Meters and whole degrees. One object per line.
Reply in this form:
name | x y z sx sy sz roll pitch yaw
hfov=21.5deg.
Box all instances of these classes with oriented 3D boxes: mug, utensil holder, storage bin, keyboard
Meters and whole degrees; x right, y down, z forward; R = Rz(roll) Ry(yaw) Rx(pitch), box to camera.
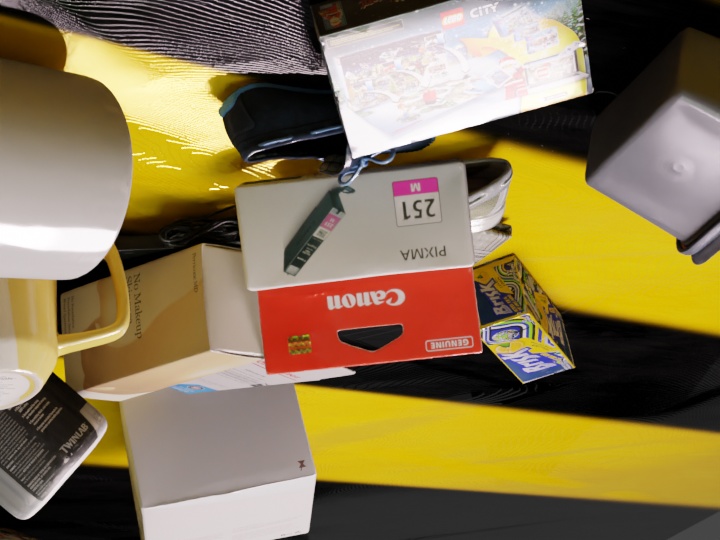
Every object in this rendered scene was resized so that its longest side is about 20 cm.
mug | -0.306 0.028 1.604 0.187 0.153 0.149 -20 154 13
utensil holder | -0.290 -0.079 1.371 0.200 0.170 0.170 5 150 -42
storage bin | 0.295 -0.124 1.657 0.134 0.146 0.200 25 143 -15
keyboard | -0.133 -0.035 1.723 0.200 0.040 0.104 -3 173 -21

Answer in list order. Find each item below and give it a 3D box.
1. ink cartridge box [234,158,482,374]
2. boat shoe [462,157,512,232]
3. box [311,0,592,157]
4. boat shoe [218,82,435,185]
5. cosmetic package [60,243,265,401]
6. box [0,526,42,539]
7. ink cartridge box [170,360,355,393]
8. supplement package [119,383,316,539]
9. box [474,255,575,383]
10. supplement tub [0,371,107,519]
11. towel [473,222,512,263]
ink cartridge box | 0.000 0.000 1.643 0.200 0.174 0.044 -6 -173 5
boat shoe | 0.039 -0.064 1.702 0.202 0.074 0.065 -6 144 -16
box | 0.074 -0.171 1.467 0.200 0.038 0.137 -15 139 0
boat shoe | -0.025 -0.106 1.572 0.200 0.069 0.084 -2 153 -27
cosmetic package | -0.183 0.050 1.732 0.200 0.105 0.071 -20 160 39
box | -0.443 0.324 2.224 0.137 0.038 0.200 13 175 37
ink cartridge box | -0.115 0.069 1.839 0.200 0.068 0.116 -8 162 28
supplement package | -0.158 0.209 2.084 0.191 0.147 0.200 -10 155 -9
box | 0.170 0.056 2.030 0.064 0.070 0.200 -18 155 14
supplement tub | -0.339 0.120 1.715 0.123 0.200 0.123 -48 -176 4
towel | 0.023 -0.006 1.858 0.200 0.035 0.193 11 146 -42
